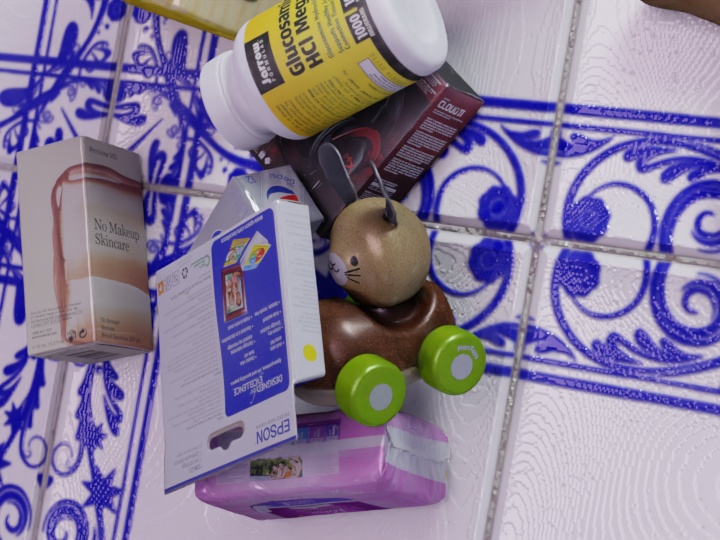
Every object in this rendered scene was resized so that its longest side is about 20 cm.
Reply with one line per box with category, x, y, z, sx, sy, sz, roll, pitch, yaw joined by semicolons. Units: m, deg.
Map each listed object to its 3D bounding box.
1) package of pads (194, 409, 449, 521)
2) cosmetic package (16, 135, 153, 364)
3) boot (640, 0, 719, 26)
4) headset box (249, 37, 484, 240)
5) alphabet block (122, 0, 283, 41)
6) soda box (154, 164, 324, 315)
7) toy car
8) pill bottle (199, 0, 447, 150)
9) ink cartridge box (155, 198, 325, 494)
package of pads;-0.033;0.168;1.530;0.198;0.120;0.077;-10;68;30
cosmetic package;-0.266;-0.017;1.711;0.086;0.103;0.203;-12;78;27
boot;0.298;-0.157;1.412;0.173;0.066;0.203;-4;82;31
headset box;0.003;-0.146;1.582;0.200;0.075;0.149;-48;62;16
alphabet block;-0.151;-0.333;1.636;0.195;0.195;0.202;22;95;33
soda box;-0.111;-0.005;1.588;0.064;0.068;0.200;57;136;21
toy car;0.000;0.000;1.463;0.164;0.156;0.202;25;127;56
pill bottle;-0.035;-0.181;1.498;0.199;0.112;0.114;-25;71;26
ink cartridge box;-0.102;0.068;1.472;0.197;0.047;0.202;-26;65;47
